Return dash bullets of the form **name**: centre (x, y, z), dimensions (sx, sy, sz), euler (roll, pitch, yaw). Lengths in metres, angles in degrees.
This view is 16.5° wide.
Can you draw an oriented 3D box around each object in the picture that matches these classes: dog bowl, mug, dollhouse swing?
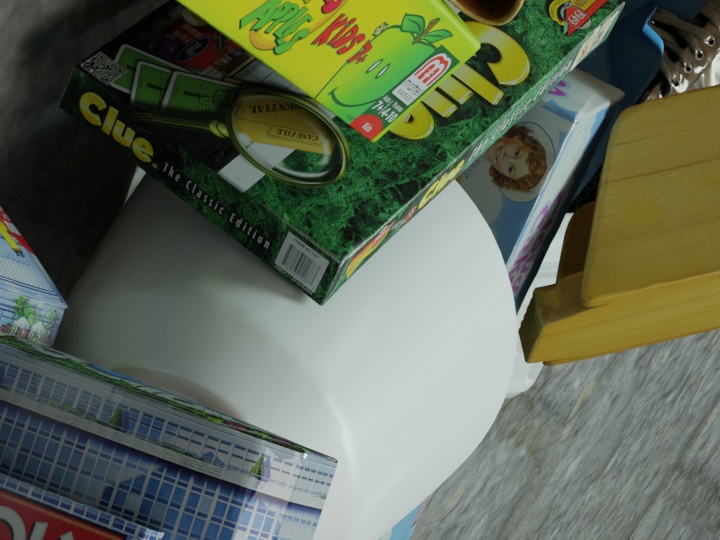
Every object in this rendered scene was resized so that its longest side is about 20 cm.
- **dog bowl**: centre (0.121, -0.116, 1.083), dimensions (0.200, 0.049, 0.111), euler (-55, 180, 14)
- **mug**: centre (-0.047, 0.055, 0.805), dimensions (0.187, 0.149, 0.153), euler (-61, 175, 26)
- **dollhouse swing**: centre (0.137, -0.074, 0.981), dimensions (0.181, 0.177, 0.200), euler (-12, 172, -1)

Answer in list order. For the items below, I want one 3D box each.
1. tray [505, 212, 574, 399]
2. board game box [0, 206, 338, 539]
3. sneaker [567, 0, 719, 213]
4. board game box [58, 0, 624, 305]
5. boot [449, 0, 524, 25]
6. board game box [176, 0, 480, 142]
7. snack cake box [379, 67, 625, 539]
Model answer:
- **tray**: centre (0.036, 0.025, 1.118), dimensions (0.200, 0.022, 0.108), euler (-3, 123, -50)
- **board game box**: centre (-0.118, 0.066, 0.695), dimensions (0.062, 0.199, 0.201), euler (23, 85, -69)
- **sneaker**: centre (0.144, -0.086, 1.205), dimensions (0.200, 0.070, 0.076), euler (-56, 159, -7)
- **board game box**: centre (0.001, -0.072, 0.813), dimensions (0.200, 0.105, 0.023), euler (-44, 169, -47)
- **boot**: centre (0.046, -0.128, 0.788), dimensions (0.201, 0.070, 0.145), euler (55, 30, -47)
- **board game box**: centre (-0.038, -0.107, 0.685), dimensions (0.048, 0.102, 0.200), euler (-41, 161, 7)
- **snack cake box**: centre (0.000, 0.000, 0.919), dimensions (0.201, 0.115, 0.067), euler (-66, 166, 20)
